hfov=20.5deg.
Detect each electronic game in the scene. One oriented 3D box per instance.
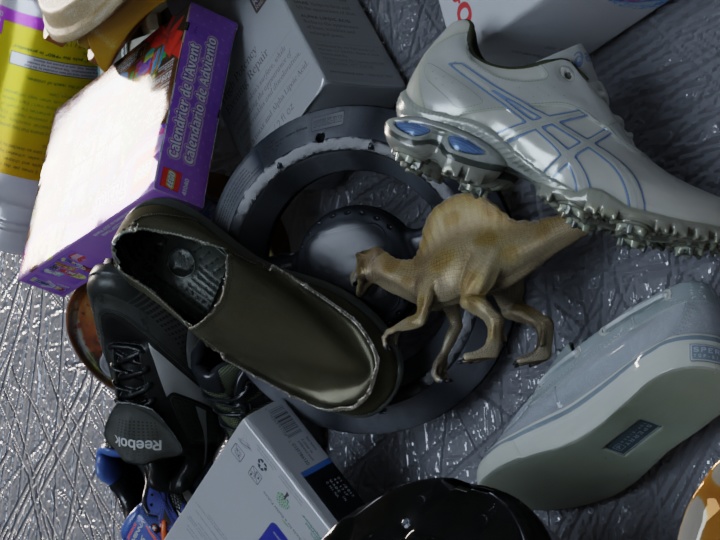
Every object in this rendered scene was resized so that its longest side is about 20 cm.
[{"bbox_3d":[0.000,0.000,1.203,0.200,0.042,0.200,3,98,19],"label":"electronic game"}]

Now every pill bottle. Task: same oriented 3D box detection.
[{"bbox_3d":[-0.243,-0.116,1.505,0.104,0.104,0.200,28,110,47],"label":"pill bottle"}]

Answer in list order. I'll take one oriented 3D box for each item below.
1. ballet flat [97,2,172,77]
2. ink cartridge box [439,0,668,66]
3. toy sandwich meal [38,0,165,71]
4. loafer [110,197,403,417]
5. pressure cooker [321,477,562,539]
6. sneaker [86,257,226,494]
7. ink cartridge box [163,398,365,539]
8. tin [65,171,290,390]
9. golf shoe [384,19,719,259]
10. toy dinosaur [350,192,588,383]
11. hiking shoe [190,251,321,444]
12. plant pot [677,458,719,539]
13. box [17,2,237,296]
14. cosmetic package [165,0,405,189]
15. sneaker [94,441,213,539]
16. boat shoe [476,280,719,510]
[{"bbox_3d":[-0.151,-0.181,1.429,0.064,0.067,0.200,-5,85,44],"label":"ballet flat"},{"bbox_3d":[0.123,-0.214,1.087,0.200,0.085,0.145,-34,63,46],"label":"ink cartridge box"},{"bbox_3d":[-0.141,-0.216,1.298,0.205,0.070,0.205,-39,35,34],"label":"toy sandwich meal"},{"bbox_3d":[-0.068,0.027,1.170,0.200,0.070,0.075,29,105,13],"label":"loafer"},{"bbox_3d":[0.071,0.227,1.053,0.178,0.200,0.176,-3,55,40],"label":"pressure cooker"},{"bbox_3d":[-0.136,0.078,1.308,0.066,0.200,0.091,6,53,22],"label":"sneaker"},{"bbox_3d":[-0.068,0.176,1.262,0.099,0.039,0.200,51,137,15],"label":"ink cartridge box"},{"bbox_3d":[-0.124,0.013,1.367,0.112,0.042,0.200,41,127,-3],"label":"tin"},{"bbox_3d":[0.116,-0.071,1.052,0.200,0.078,0.097,21,85,8],"label":"golf shoe"},{"bbox_3d":[0.072,0.003,1.108,0.200,0.058,0.101,-15,74,27],"label":"toy dinosaur"},{"bbox_3d":[-0.076,0.077,1.300,0.076,0.101,0.200,30,111,49],"label":"hiking shoe"},{"bbox_3d":[0.241,0.129,0.858,0.200,0.183,0.201,-2,87,50],"label":"plant pot"},{"bbox_3d":[-0.156,-0.076,1.315,0.200,0.039,0.137,-28,48,51],"label":"box"},{"bbox_3d":[-0.057,-0.160,1.311,0.102,0.074,0.200,-53,52,35],"label":"cosmetic package"},{"bbox_3d":[-0.127,0.188,1.376,0.200,0.078,0.075,54,128,36],"label":"sneaker"},{"bbox_3d":[0.134,0.070,1.089,0.201,0.070,0.072,-41,35,46],"label":"boat shoe"}]
